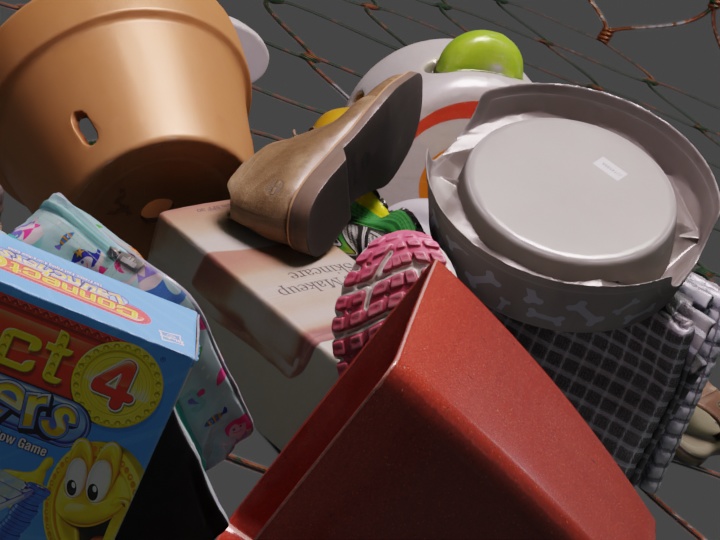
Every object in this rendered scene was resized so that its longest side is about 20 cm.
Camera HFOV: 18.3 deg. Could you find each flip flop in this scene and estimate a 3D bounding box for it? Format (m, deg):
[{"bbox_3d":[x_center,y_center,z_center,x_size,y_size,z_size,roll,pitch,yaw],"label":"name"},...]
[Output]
[{"bbox_3d":[0.268,0.111,1.738,0.200,0.058,0.081,8,24,-45],"label":"flip flop"}]

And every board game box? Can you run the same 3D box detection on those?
[{"bbox_3d":[-0.196,0.075,0.946,0.200,0.196,0.056,22,17,-10],"label":"board game box"}]

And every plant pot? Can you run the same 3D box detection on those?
[{"bbox_3d":[-0.157,-0.084,1.534,0.200,0.200,0.140,12,38,-37],"label":"plant pot"},{"bbox_3d":[0.038,0.144,1.112,0.176,0.200,0.200,38,16,-3],"label":"plant pot"}]

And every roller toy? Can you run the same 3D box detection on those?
[{"bbox_3d":[0.074,-0.096,1.881,0.182,0.200,0.140,51,6,-24],"label":"roller toy"}]

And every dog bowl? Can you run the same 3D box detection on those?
[{"bbox_3d":[0.136,-0.040,1.483,0.200,0.059,0.200,7,44,-6],"label":"dog bowl"}]

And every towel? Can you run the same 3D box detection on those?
[{"bbox_3d":[0.141,0.052,1.552,0.200,0.166,0.086,31,21,21],"label":"towel"}]

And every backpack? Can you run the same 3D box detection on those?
[{"bbox_3d":[-0.161,0.053,1.103,0.200,0.151,0.178,27,-25,31],"label":"backpack"}]

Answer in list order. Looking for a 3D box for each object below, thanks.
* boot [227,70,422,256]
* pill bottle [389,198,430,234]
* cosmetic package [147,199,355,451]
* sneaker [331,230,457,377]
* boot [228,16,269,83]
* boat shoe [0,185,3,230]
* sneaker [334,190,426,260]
[{"bbox_3d":[-0.020,-0.083,1.491,0.075,0.074,0.200,15,36,24],"label":"boot"},{"bbox_3d":[0.070,-0.001,1.708,0.109,0.109,0.200,34,19,26],"label":"pill bottle"},{"bbox_3d":[-0.043,0.039,1.433,0.103,0.087,0.200,-11,38,-42],"label":"cosmetic package"},{"bbox_3d":[0.032,0.075,1.323,0.081,0.200,0.075,-4,9,13],"label":"sneaker"},{"bbox_3d":[-0.185,-0.235,2.112,0.200,0.073,0.090,14,25,-30],"label":"boot"},{"bbox_3d":[-0.316,-0.057,1.389,0.200,0.073,0.075,17,18,-26],"label":"boat shoe"},{"bbox_3d":[0.000,0.000,1.511,0.085,0.078,0.200,-30,30,-13],"label":"sneaker"}]
